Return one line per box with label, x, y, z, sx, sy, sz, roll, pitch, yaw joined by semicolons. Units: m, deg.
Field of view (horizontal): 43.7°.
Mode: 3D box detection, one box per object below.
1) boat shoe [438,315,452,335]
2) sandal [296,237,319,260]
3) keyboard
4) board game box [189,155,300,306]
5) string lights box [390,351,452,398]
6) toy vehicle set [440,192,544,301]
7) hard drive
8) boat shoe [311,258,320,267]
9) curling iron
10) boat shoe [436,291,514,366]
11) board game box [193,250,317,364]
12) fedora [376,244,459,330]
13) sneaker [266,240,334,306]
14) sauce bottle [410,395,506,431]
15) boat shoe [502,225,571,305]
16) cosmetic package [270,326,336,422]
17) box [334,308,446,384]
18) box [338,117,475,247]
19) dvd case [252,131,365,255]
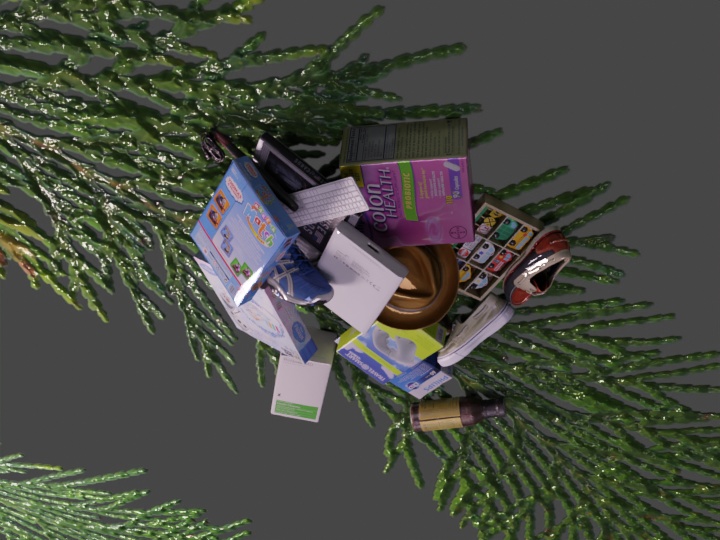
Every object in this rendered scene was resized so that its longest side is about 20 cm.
boat shoe;0.071;0.083;1.657;0.197;0.072;0.077;25;121;-4
sandal;-0.082;-0.091;1.520;0.081;0.050;0.203;28;146;0
keyboard;-0.063;-0.103;1.381;0.198;0.011;0.057;-9;122;49
board game box;-0.188;-0.059;1.426;0.152;0.036;0.200;54;137;12
string lights box;0.076;0.167;1.753;0.198;0.060;0.102;32;131;-24
toy vehicle set;0.211;-0.037;1.551;0.123;0.027;0.201;23;133;-16
hard drive;-0.010;0.015;1.453;0.131;0.027;0.201;37;146;4
boat shoe;0.000;0.000;1.583;0.196;0.069;0.076;2;116;-8
curling iron;-0.174;-0.157;1.416;0.199;0.026;0.050;36;134;11
boat shoe;0.205;0.107;1.683;0.062;0.072;0.200;44;125;-3
board game box;-0.187;0.058;1.611;0.198;0.043;0.201;23;150;39
fedora;0.074;0.004;1.498;0.197;0.205;0.082;7;180;-1
sneaker;-0.124;-0.015;1.459;0.199;0.076;0.078;34;128;16
sauce bottle;0.204;0.296;1.865;0.196;0.065;0.065;-7;135;15
boat shoe;0.303;0.007;1.541;0.070;0.063;0.201;-9;149;-24
cosmetic package;-0.115;0.207;1.799;0.105;0.086;0.202;10;137;-2
box;0.048;0.132;1.635;0.121;0.048;0.199;36;133;-18
box;0.078;-0.135;1.418;0.196;0.098;0.178;-2;136;10
dvd case;-0.094;-0.113;1.434;0.199;0.025;0.151;39;146;5
